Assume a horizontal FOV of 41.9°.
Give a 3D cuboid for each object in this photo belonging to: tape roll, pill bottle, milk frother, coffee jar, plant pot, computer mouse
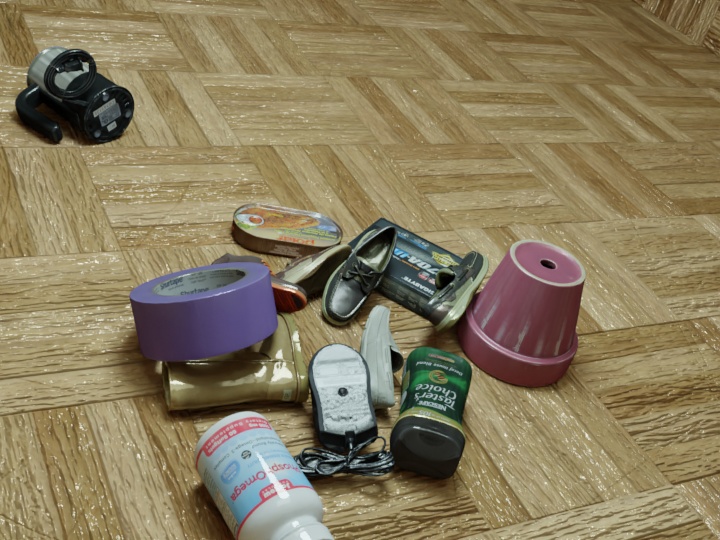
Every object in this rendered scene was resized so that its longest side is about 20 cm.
[{"bbox_3d":[-0.220,0.055,1.332,0.198,0.086,0.200,-7,14,2],"label":"tape roll"},{"bbox_3d":[-0.113,0.272,1.119,0.108,0.109,0.200,-10,42,-34],"label":"pill bottle"},{"bbox_3d":[-0.551,-0.362,1.767,0.188,0.201,0.180,34,41,25],"label":"milk frother"},{"bbox_3d":[0.101,0.202,1.336,0.104,0.086,0.200,16,34,0],"label":"coffee jar"},{"bbox_3d":[0.276,0.058,1.535,0.198,0.180,0.201,11,34,-7],"label":"plant pot"},{"bbox_3d":[-0.030,0.197,1.292,0.137,0.053,0.201,0,55,-7],"label":"computer mouse"}]

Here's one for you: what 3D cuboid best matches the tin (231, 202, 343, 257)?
[{"bbox_3d":[-0.130,-0.068,1.669,0.198,0.042,0.112,9,30,-11],"label":"tin"}]

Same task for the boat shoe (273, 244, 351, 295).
[{"bbox_3d":[-0.095,0.002,1.553,0.072,0.073,0.200,29,46,29],"label":"boat shoe"}]

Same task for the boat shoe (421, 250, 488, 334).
[{"bbox_3d":[0.155,0.021,1.554,0.066,0.072,0.201,42,43,-9],"label":"boat shoe"}]

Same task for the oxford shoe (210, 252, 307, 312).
[{"bbox_3d":[-0.157,0.010,1.458,0.199,0.071,0.073,15,54,30],"label":"oxford shoe"}]

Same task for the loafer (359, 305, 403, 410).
[{"bbox_3d":[0.031,0.132,1.422,0.069,0.070,0.201,10,43,1],"label":"loafer"}]

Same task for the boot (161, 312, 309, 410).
[{"bbox_3d":[-0.184,0.124,1.345,0.198,0.066,0.176,1,36,-20],"label":"boot"}]

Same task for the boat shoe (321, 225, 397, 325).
[{"bbox_3d":[0.000,0.000,1.545,0.073,0.065,0.201,32,59,-6],"label":"boat shoe"}]

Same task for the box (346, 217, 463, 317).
[{"bbox_3d":[0.080,-0.007,1.663,0.199,0.046,0.159,29,36,17],"label":"box"}]
